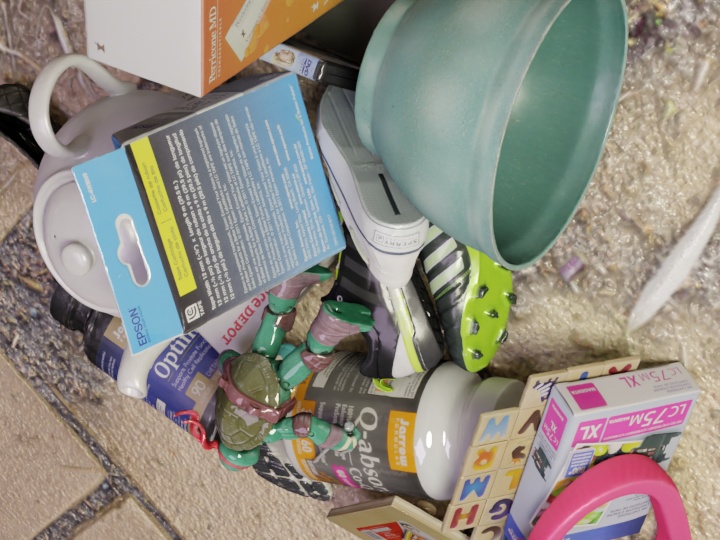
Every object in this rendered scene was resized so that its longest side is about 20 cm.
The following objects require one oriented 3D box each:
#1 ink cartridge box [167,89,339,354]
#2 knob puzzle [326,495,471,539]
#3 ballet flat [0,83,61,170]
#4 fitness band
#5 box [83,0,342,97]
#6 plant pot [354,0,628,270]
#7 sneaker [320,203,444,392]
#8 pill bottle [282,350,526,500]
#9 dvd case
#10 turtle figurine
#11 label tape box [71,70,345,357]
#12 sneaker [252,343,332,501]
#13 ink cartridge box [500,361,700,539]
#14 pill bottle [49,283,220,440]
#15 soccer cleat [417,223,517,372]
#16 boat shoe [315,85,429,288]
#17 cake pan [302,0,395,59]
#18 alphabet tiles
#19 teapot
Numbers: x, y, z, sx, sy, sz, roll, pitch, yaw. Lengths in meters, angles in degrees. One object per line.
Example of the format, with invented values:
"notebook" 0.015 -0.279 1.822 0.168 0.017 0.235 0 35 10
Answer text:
"ink cartridge box" -0.126 -0.041 1.269 0.200 0.086 0.148 44 131 1
"knob puzzle" 0.085 0.251 1.316 0.218 0.031 0.220 24 159 10
"ballet flat" -0.276 -0.091 1.359 0.200 0.057 0.067 44 134 3
"fitness band" 0.194 0.221 1.172 0.038 0.143 0.201 59 177 41
"box" -0.090 -0.222 0.997 0.097 0.200 0.125 21 129 22
"plant pot" 0.080 -0.118 1.005 0.133 0.200 0.202 23 129 25
"sneaker" 0.000 0.000 1.182 0.082 0.072 0.202 -20 90 12
"pill bottle" 0.041 0.131 1.246 0.199 0.116 0.117 3 120 33
"dvd case" -0.074 -0.172 1.107 0.199 0.142 0.018 25 100 26
"turtle figurine" -0.067 0.096 1.181 0.149 0.100 0.201 36 116 20
"label tape box" -0.117 -0.045 1.070 0.066 0.199 0.144 7 119 52
"sneaker" -0.057 0.146 1.351 0.077 0.080 0.201 14 144 20
"ink cartridge box" 0.185 0.164 1.169 0.042 0.118 0.201 -120 32 -40
"pill bottle" -0.183 0.063 1.359 0.199 0.112 0.112 33 132 11
"soccer cleat" 0.075 -0.015 1.172 0.081 0.067 0.202 19 127 44
"boat shoe" 0.003 -0.067 1.104 0.073 0.201 0.067 1 130 -9
"cake pan" 0.001 -0.243 1.084 0.199 0.037 0.202 18 127 25
"alphabet tiles" 0.151 0.148 1.166 0.006 0.165 0.201 58 146 41
"teapot" -0.186 -0.042 1.155 0.200 0.146 0.198 39 126 7
